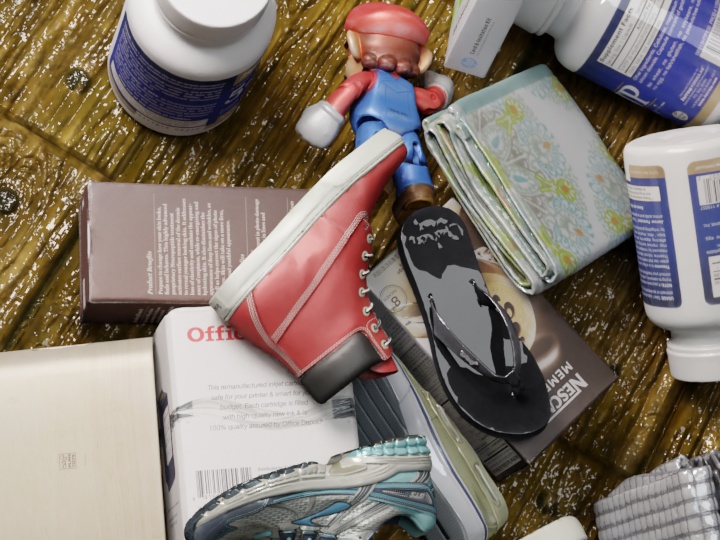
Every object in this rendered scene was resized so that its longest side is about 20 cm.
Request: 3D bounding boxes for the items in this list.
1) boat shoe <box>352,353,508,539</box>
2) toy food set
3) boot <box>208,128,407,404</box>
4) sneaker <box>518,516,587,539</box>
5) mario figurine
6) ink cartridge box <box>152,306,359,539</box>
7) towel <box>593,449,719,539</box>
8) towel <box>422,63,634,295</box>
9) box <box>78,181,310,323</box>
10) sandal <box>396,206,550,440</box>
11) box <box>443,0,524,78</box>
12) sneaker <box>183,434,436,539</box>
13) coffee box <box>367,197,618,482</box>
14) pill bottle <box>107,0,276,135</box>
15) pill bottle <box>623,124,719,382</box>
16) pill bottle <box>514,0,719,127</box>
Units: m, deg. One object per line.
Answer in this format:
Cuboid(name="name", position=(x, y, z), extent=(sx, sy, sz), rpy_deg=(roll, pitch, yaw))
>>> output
Cuboid(name="boat shoe", position=(0.046, 0.136, 1.663), extent=(0.062, 0.072, 0.201), rpy_deg=(-25, 84, -44))
Cuboid(name="toy food set", position=(-0.224, 0.153, 1.593), extent=(0.143, 0.060, 0.201), rpy_deg=(-5, 73, -4))
Cuboid(name="boot", position=(0.000, 0.000, 1.593), extent=(0.144, 0.072, 0.200), rpy_deg=(41, 77, 0))
Cuboid(name="sneaker", position=(0.115, 0.282, 1.621), extent=(0.199, 0.077, 0.111), rpy_deg=(-22, 71, -26))
Cuboid(name="mario figurine", position=(0.015, -0.131, 1.722), extent=(0.106, 0.123, 0.201), rpy_deg=(-13, 60, 22))
Cuboid(name="ink cartridge box", position=(-0.080, 0.133, 1.613), extent=(0.144, 0.084, 0.201), rpy_deg=(-2, 75, -16))
Cuboid(name="towel", position=(0.262, 0.233, 1.608), extent=(0.085, 0.200, 0.166), rpy_deg=(-7, 76, -17))
Cuboid(name="towel", position=(0.147, -0.079, 1.716), extent=(0.200, 0.048, 0.172), rpy_deg=(-28, 84, -52))
Cuboid(name="box", position=(-0.124, -0.011, 1.653), extent=(0.199, 0.075, 0.101), rpy_deg=(2, 73, -15))
Cuboid(name="sandal", position=(0.085, 0.043, 1.618), extent=(0.076, 0.043, 0.201), rpy_deg=(-25, 81, -18))
Cuboid(name="box", position=(0.122, -0.286, 1.732), extent=(0.041, 0.156, 0.201), rpy_deg=(15, 57, -8))
Cuboid(name="sneaker", position=(-0.031, 0.184, 1.527), extent=(0.199, 0.078, 0.087), rpy_deg=(-14, 83, -19))
Cuboid(name="coffee box", position=(0.096, 0.058, 1.683), extent=(0.113, 0.080, 0.200), rpy_deg=(-42, 87, -22))
Cuboid(name="pill bottle", position=(-0.131, -0.195, 1.637), extent=(0.119, 0.200, 0.120), rpy_deg=(4, 73, -13))
Cuboid(name="pill bottle", position=(0.285, -0.015, 1.714), extent=(0.111, 0.111, 0.201), rpy_deg=(-12, 101, -17))
Cuboid(name="pill bottle", position=(0.234, -0.212, 1.771), extent=(0.199, 0.120, 0.120), rpy_deg=(26, 69, -5))
